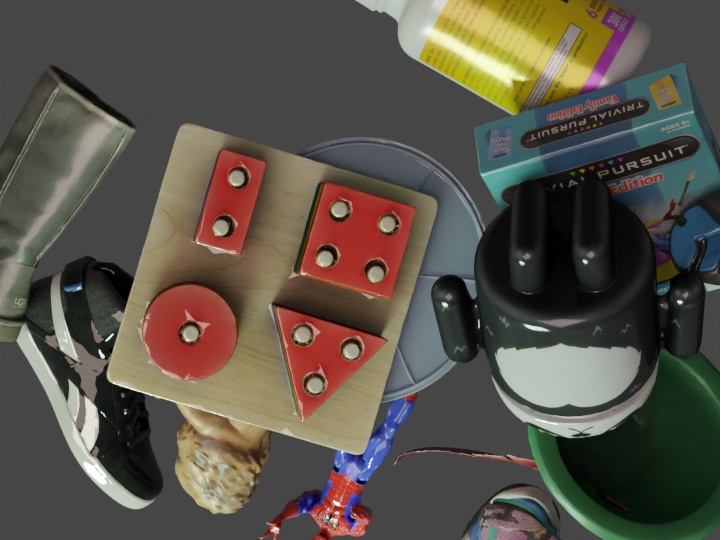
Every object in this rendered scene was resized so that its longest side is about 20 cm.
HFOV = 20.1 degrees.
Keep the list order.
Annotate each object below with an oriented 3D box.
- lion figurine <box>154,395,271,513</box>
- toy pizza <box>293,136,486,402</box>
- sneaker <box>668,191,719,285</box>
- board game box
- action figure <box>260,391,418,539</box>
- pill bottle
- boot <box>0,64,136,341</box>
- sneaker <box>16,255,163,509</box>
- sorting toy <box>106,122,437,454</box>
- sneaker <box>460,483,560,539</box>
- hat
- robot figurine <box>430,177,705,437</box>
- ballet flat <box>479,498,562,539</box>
[{"bbox_3d":[-0.079,0.093,1.576,0.200,0.072,0.122,-42,105,11],"label":"lion figurine"},{"bbox_3d":[0.000,0.000,1.529,0.199,0.032,0.201,0,91,-6],"label":"toy pizza"},{"bbox_3d":[0.309,-0.041,1.367,0.200,0.082,0.073,-18,69,25],"label":"sneaker"},{"bbox_3d":[0.185,-0.047,1.432,0.151,0.047,0.200,-16,141,16],"label":"board game box"},{"bbox_3d":[-0.011,0.151,1.569,0.065,0.099,0.200,26,113,12],"label":"action figure"},{"bbox_3d":[0.098,-0.175,1.441,0.200,0.104,0.104,30,110,1],"label":"pill bottle"},{"bbox_3d":[-0.281,-0.068,1.571,0.182,0.073,0.200,30,105,22],"label":"boot"},{"bbox_3d":[-0.186,0.084,1.596,0.112,0.073,0.200,-28,98,20],"label":"sneaker"},{"bbox_3d":[-0.062,0.015,1.472,0.199,0.070,0.199,17,90,-6],"label":"sorting toy"},{"bbox_3d":[0.091,0.254,1.587,0.076,0.077,0.200,33,108,3],"label":"sneaker"},{"bbox_3d":[0.172,0.133,1.557,0.200,0.176,0.166,40,68,-2],"label":"hat"},{"bbox_3d":[0.141,0.028,1.378,0.150,0.125,0.200,33,153,31],"label":"robot figurine"},{"bbox_3d":[0.142,0.232,1.519,0.069,0.200,0.071,9,72,38],"label":"ballet flat"}]
